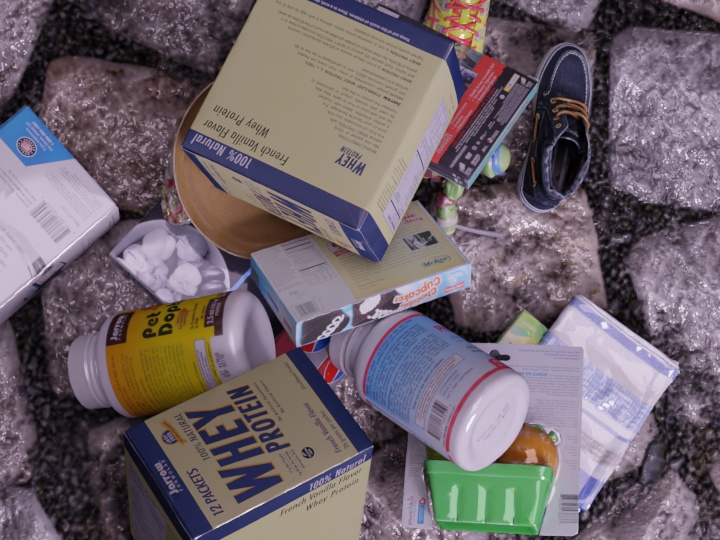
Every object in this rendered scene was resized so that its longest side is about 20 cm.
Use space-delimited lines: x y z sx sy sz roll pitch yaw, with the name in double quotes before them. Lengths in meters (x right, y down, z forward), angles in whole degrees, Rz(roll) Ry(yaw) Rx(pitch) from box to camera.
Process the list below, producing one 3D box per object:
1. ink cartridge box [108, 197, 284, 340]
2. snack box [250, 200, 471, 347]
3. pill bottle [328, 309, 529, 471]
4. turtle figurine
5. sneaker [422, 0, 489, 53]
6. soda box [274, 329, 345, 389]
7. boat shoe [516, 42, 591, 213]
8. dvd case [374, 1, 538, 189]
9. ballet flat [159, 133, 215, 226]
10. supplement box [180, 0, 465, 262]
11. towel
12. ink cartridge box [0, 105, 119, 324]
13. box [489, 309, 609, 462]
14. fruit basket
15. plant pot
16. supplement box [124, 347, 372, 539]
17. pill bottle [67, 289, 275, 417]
"ink cartridge box" -0.133 -0.020 1.575 0.198 0.043 0.200 42 77 2
"snack box" 0.000 0.000 1.486 0.198 0.037 0.116 -18 45 -20
"pill bottle" 0.064 0.108 1.465 0.199 0.109 0.109 32 75 35
"turtle figurine" 0.075 -0.112 1.606 0.192 0.200 0.145 8 102 13
"sneaker" 0.110 -0.290 1.631 0.077 0.090 0.202 3 82 -9
"soda box" -0.024 0.057 1.556 0.063 0.070 0.200 33 75 26
"boat shoe" 0.231 -0.166 1.624 0.070 0.091 0.202 14 80 -12
"dvd case" 0.064 -0.185 1.509 0.199 0.022 0.146 29 66 15
"ballet flat" -0.163 -0.145 1.539 0.075 0.064 0.201 20 74 33
"supplement box" -0.032 -0.148 1.415 0.199 0.134 0.201 25 82 14
"towel" 0.240 0.142 1.576 0.146 0.024 0.201 36 78 0
"ink cartridge box" -0.374 -0.048 1.523 0.200 0.086 0.147 -42 88 -11
"box" 0.171 0.164 1.592 0.144 0.036 0.200 40 77 -1
"fruit basket" 0.139 0.175 1.521 0.183 0.094 0.202 1 65 10
"plant pot" -0.104 -0.112 1.520 0.198 0.027 0.202 -2 95 -24
"supplement box" -0.111 0.219 1.416 0.199 0.201 0.134 -25 57 -24
"pill bottle" -0.195 0.089 1.489 0.198 0.109 0.110 -11 81 17
